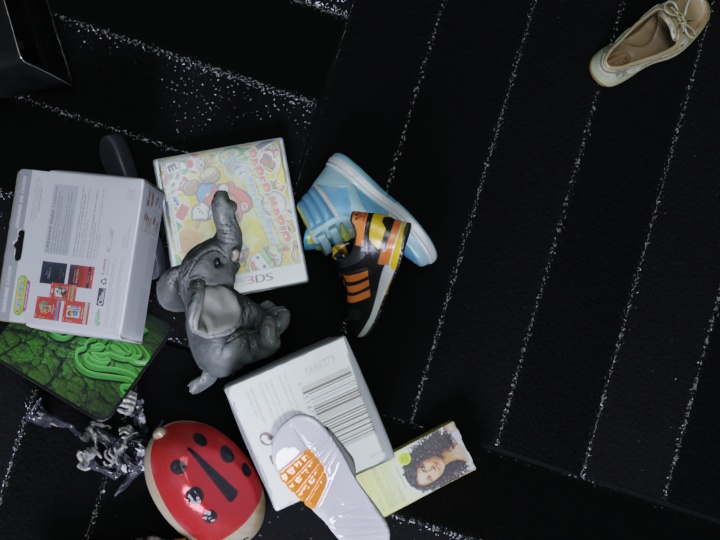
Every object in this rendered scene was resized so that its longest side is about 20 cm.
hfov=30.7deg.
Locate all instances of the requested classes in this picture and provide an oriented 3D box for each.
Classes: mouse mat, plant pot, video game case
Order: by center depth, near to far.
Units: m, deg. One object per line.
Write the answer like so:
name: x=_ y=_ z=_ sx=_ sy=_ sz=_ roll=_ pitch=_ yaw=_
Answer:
plant pot: x=-0.508 y=-0.320 z=1.695 sx=0.175 sy=0.200 sz=0.202 roll=-18 pitch=87 yaw=6
mouse mat: x=-0.364 y=0.090 z=1.704 sx=0.198 sy=0.008 sz=0.162 roll=27 pitch=65 yaw=14
video game case: x=-0.176 y=-0.067 z=1.779 sx=0.180 sy=0.023 sz=0.203 roll=-10 pitch=86 yaw=-7

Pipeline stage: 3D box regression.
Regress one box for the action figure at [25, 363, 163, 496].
action figure: x=-0.332 y=0.211 z=1.700 sx=0.199 sy=0.102 sz=0.120 roll=31 pitch=71 yaw=-1

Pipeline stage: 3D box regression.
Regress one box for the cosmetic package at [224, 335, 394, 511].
cosmetic package: x=-0.071 y=0.190 z=1.676 sx=0.163 sy=0.200 sz=0.167 roll=-23 pitch=88 yaw=-8

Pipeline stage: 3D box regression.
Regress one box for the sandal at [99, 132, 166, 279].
sandal: x=-0.292 y=-0.089 z=1.748 sx=0.042 sy=0.076 sz=0.203 roll=-16 pitch=87 yaw=-33

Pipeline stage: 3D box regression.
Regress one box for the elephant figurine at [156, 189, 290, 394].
elephant figurine: x=-0.192 y=0.028 z=1.679 sx=0.201 sy=0.140 sz=0.156 roll=54 pitch=37 yaw=-33

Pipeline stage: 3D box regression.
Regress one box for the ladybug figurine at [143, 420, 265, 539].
ladybug figurine: x=-0.195 y=0.276 z=1.695 sx=0.200 sy=0.072 sz=0.136 roll=46 pitch=62 yaw=-19

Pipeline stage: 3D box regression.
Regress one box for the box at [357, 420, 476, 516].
box: x=0.050 y=0.277 z=1.756 sx=0.198 sy=0.050 sz=0.076 roll=-28 pitch=88 yaw=-7

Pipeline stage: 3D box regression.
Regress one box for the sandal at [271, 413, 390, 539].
sandal: x=-0.037 y=0.249 z=1.552 sx=0.079 sy=0.059 sz=0.208 roll=-29 pitch=112 yaw=8

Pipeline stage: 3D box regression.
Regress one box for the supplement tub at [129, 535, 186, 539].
supplement tub: x=-0.310 y=0.411 z=1.673 sx=0.197 sy=0.123 sz=0.124 roll=-12 pitch=86 yaw=-7

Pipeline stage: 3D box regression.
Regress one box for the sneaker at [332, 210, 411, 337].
sneaker: x=0.000 y=0.000 z=1.724 sx=0.089 sy=0.201 sz=0.070 roll=21 pitch=42 yaw=0

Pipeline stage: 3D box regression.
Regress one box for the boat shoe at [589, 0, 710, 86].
boat shoe: x=0.414 y=-0.326 z=1.839 sx=0.199 sy=0.063 sz=0.074 roll=-37 pitch=88 yaw=-8

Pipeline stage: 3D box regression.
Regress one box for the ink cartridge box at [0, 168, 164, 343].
ink cartridge box: x=-0.356 y=-0.020 z=1.671 sx=0.173 sy=0.084 sz=0.203 roll=7 pitch=84 yaw=12

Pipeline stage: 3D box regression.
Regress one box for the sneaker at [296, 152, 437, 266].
sneaker: x=-0.002 y=-0.048 z=1.768 sx=0.200 sy=0.080 sz=0.131 roll=42 pitch=81 yaw=9
